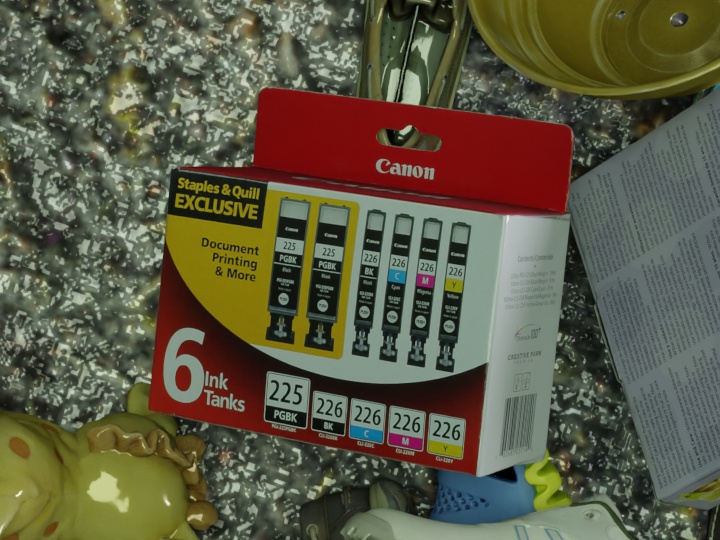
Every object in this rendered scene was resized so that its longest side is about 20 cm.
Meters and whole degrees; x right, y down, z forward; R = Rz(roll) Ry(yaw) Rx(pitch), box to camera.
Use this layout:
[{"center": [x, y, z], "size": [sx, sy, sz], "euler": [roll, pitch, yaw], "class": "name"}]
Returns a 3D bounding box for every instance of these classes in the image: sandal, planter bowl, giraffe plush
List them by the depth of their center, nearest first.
[{"center": [-0.165, 0.111, 1.322], "size": [0.161, 0.200, 0.174], "euler": [10, 73, -32], "class": "giraffe plush"}, {"center": [0.162, -0.154, 1.349], "size": [0.199, 0.084, 0.201], "euler": [-11, 55, 17], "class": "planter bowl"}, {"center": [0.070, 0.130, 1.352], "size": [0.087, 0.079, 0.201], "euler": [-24, 85, 2], "class": "sandal"}]

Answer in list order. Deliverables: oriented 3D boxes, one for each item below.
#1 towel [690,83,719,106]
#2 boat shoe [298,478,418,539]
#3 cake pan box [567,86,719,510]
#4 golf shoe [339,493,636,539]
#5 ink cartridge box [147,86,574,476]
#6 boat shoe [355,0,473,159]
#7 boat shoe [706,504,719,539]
[{"center": [0.236, -0.025, 1.390], "size": [0.146, 0.022, 0.201], "euler": [21, 86, 1], "class": "towel"}, {"center": [-0.001, 0.214, 1.352], "size": [0.073, 0.075, 0.201], "euler": [-4, 77, 9], "class": "boat shoe"}, {"center": [0.204, -0.003, 1.297], "size": [0.184, 0.052, 0.201], "euler": [-34, 59, 33], "class": "cake pan box"}, {"center": [0.090, 0.153, 1.296], "size": [0.199, 0.078, 0.098], "euler": [23, 65, 4], "class": "golf shoe"}, {"center": [0.000, 0.000, 1.301], "size": [0.199, 0.084, 0.177], "euler": [8, 96, 28], "class": "ink cartridge box"}, {"center": [0.035, -0.154, 1.368], "size": [0.071, 0.076, 0.201], "euler": [3, 86, 0], "class": "boat shoe"}, {"center": [0.226, 0.079, 1.336], "size": [0.073, 0.065, 0.201], "euler": [25, 104, 27], "class": "boat shoe"}]
